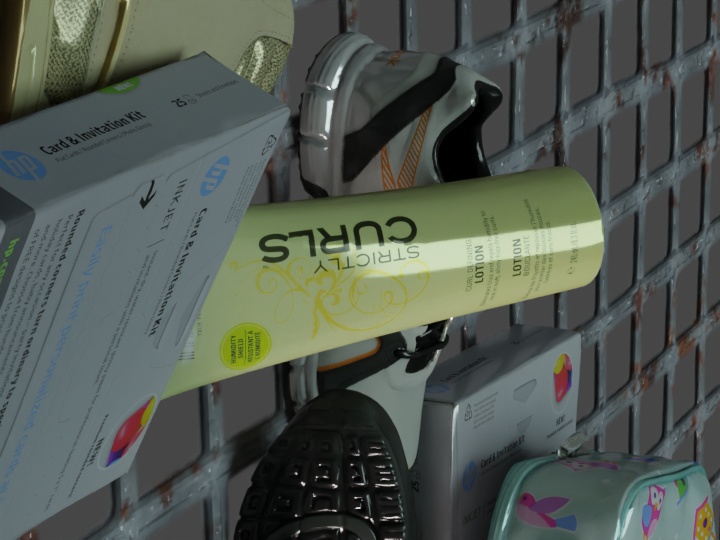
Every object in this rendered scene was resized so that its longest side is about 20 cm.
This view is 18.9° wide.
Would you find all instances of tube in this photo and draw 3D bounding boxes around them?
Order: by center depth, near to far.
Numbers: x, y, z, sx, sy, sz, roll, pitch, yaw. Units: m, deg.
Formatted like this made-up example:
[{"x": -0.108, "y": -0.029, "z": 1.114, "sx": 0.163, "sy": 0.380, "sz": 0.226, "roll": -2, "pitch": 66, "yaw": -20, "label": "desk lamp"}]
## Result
[{"x": 0.000, "y": 0.000, "z": 0.840, "sx": 0.200, "sy": 0.052, "sz": 0.058, "roll": -10, "pitch": 68, "yaw": -26, "label": "tube"}]

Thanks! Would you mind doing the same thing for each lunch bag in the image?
[{"x": 0.104, "y": 0.178, "z": 1.017, "sx": 0.160, "sy": 0.077, "sz": 0.200, "roll": 2, "pitch": 95, "yaw": -62, "label": "lunch bag"}]

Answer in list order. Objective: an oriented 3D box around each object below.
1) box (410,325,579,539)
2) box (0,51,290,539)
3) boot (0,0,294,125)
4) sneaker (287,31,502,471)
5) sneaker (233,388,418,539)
[{"x": 0.059, "y": 0.141, "z": 1.065, "sx": 0.156, "sy": 0.041, "sz": 0.200, "roll": -22, "pitch": 117, "yaw": -61, "label": "box"}, {"x": -0.110, "y": 0.027, "z": 0.640, "sx": 0.200, "sy": 0.041, "sz": 0.156, "roll": -30, "pitch": 150, "yaw": -57, "label": "box"}, {"x": -0.074, "y": -0.122, "z": 0.703, "sx": 0.155, "sy": 0.073, "sz": 0.200, "roll": 6, "pitch": 97, "yaw": -63, "label": "boot"}, {"x": 0.018, "y": 0.002, "z": 0.920, "sx": 0.074, "sy": 0.080, "sz": 0.200, "roll": -32, "pitch": 127, "yaw": -60, "label": "sneaker"}, {"x": -0.005, "y": 0.133, "z": 0.933, "sx": 0.091, "sy": 0.076, "sz": 0.200, "roll": -57, "pitch": 152, "yaw": -57, "label": "sneaker"}]
